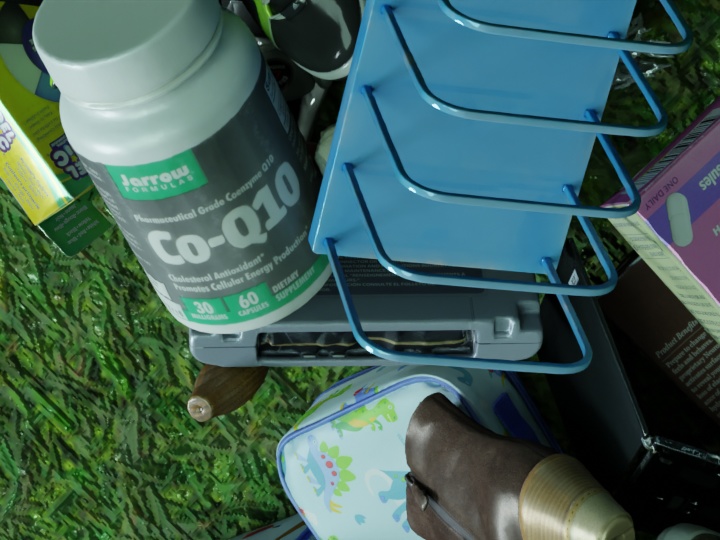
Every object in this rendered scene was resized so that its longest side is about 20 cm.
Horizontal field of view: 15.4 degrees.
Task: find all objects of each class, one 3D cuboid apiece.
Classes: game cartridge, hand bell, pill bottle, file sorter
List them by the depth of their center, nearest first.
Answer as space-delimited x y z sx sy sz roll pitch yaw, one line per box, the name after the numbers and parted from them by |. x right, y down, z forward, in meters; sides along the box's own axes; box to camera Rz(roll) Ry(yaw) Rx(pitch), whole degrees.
0.071 -0.063 1.337 0.138 0.123 0.201 5 121 -17 | file sorter
-0.092 -0.070 1.418 0.113 0.113 0.200 -2 137 26 | pill bottle
0.000 0.000 1.533 0.199 0.133 0.041 0 133 -4 | game cartridge
-0.049 0.039 1.560 0.104 0.200 0.105 10 118 20 | hand bell

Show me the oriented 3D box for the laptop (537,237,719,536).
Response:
0.188 0.084 1.507 0.199 0.104 0.177 17 162 2 | laptop

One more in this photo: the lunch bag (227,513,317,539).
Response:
-0.088 0.252 1.679 0.170 0.200 0.124 -27 96 32 | lunch bag

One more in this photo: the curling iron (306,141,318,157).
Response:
0.023 -0.054 1.542 0.199 0.026 0.050 3 152 -8 | curling iron

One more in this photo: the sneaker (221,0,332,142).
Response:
-0.042 -0.145 1.491 0.074 0.089 0.200 -7 143 1 | sneaker

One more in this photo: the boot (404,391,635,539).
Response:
0.093 0.183 1.539 0.166 0.072 0.201 29 128 44 | boot

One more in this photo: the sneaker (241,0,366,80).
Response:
-0.071 -0.177 1.385 0.200 0.083 0.072 54 128 9 | sneaker

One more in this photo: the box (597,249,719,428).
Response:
0.240 0.045 1.503 0.200 0.075 0.100 44 125 -2 | box

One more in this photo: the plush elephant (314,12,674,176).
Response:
0.053 -0.152 1.447 0.199 0.165 0.155 -17 102 25 | plush elephant

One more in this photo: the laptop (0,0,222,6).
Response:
-0.131 -0.244 1.514 0.186 0.116 0.200 7 152 -19 | laptop

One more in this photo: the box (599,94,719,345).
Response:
0.260 -0.019 1.397 0.176 0.097 0.200 -42 93 -2 | box

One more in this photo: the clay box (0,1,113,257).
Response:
-0.194 -0.118 1.602 0.048 0.115 0.200 -31 99 43 | clay box

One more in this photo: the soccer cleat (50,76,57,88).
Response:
-0.108 -0.085 1.567 0.067 0.081 0.200 -27 129 37 | soccer cleat

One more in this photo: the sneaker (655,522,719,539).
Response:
0.181 0.201 1.561 0.084 0.073 0.200 15 156 27 | sneaker

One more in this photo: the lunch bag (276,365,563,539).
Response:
0.059 0.148 1.632 0.160 0.082 0.200 -27 100 34 | lunch bag
